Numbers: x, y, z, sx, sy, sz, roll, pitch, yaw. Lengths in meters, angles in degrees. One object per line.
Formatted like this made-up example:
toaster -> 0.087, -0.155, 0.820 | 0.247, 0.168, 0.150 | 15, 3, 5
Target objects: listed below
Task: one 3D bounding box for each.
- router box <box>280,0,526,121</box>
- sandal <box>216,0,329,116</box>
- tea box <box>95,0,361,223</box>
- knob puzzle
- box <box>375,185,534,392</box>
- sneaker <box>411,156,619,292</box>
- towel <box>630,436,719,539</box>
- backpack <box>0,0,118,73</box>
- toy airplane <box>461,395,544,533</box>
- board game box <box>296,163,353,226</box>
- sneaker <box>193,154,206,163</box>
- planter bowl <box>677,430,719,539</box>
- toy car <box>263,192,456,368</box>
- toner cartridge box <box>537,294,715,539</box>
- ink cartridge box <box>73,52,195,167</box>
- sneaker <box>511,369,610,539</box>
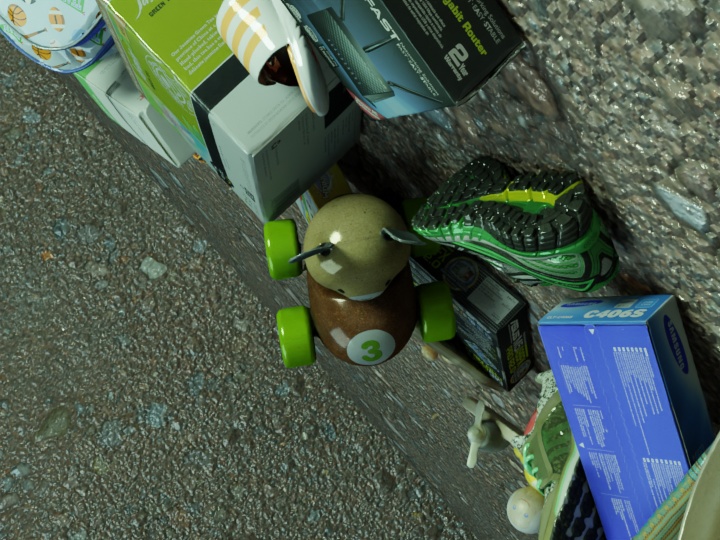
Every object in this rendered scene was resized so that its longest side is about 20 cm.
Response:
router box -> -0.005, -0.191, 0.620 | 0.201, 0.062, 0.150 | 51, 168, -16
sandal -> -0.080, -0.195, 0.744 | 0.079, 0.058, 0.209 | 57, -170, -70
tea box -> -0.107, -0.176, 0.877 | 0.197, 0.133, 0.200 | 46, 170, 9
knob puzzle -> 0.094, 0.086, 1.148 | 0.218, 0.031, 0.220 | 38, -173, -5
box -> 0.091, 0.021, 1.043 | 0.200, 0.044, 0.161 | 42, 169, 28
sneaker -> 0.107, -0.024, 0.733 | 0.086, 0.078, 0.199 | 51, 168, -27
towel -> 0.250, 0.219, 0.688 | 0.145, 0.202, 0.022 | 32, -161, -3
backpack -> -0.273, -0.285, 0.946 | 0.200, 0.154, 0.190 | 47, 127, -3
toy airplane -> 0.199, 0.206, 1.011 | 0.199, 0.142, 0.200 | 45, 167, -13
board game box -> -0.045, -0.086, 1.062 | 0.202, 0.040, 0.153 | 62, 173, 13
sneaker -> -0.207, -0.181, 1.404 | 0.078, 0.077, 0.201 | 39, 168, 27
planter bowl -> 0.273, 0.174, 0.558 | 0.132, 0.203, 0.200 | 19, 167, 2
toy car -> 0.000, 0.000, 0.858 | 0.200, 0.161, 0.161 | 100, 161, -83
toner cartridge box -> 0.203, 0.118, 0.721 | 0.094, 0.043, 0.203 | -4, 112, 48
ink cartridge box -> -0.212, -0.216, 1.112 | 0.199, 0.146, 0.084 | 35, 164, 48
sneaker -> 0.162, 0.155, 0.813 | 0.088, 0.202, 0.077 | -18, 128, 41
